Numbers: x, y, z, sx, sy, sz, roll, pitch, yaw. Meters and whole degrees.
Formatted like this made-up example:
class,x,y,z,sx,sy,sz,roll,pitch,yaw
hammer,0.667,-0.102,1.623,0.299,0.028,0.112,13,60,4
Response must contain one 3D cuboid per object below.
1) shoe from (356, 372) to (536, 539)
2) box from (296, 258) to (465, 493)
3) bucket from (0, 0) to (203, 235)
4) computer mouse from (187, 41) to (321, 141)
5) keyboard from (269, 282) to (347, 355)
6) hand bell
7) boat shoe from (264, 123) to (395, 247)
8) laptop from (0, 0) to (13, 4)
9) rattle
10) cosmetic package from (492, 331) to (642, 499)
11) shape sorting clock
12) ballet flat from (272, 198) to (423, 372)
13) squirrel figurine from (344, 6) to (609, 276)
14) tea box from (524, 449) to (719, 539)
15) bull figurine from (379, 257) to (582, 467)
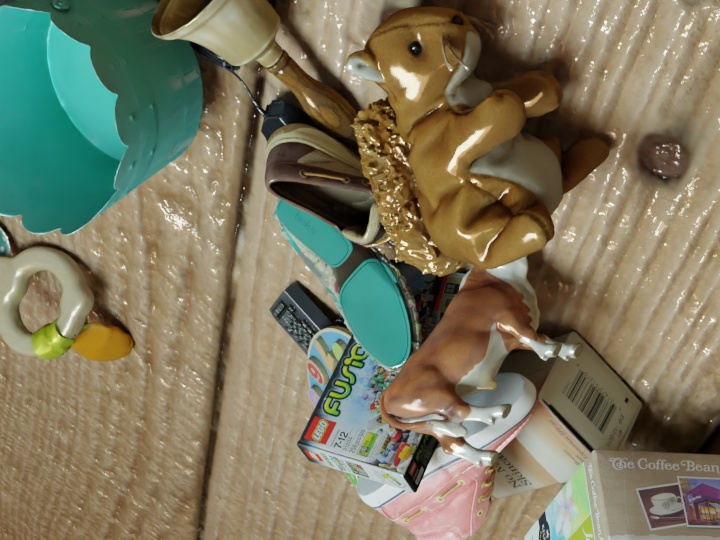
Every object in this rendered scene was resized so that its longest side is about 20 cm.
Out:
class,x,y,z,sx,sy,sz,roll,pitch,yaw
shoe,0.096,0.169,1.208,0.091,0.072,0.200,41,121,-20
box,0.037,0.088,1.206,0.110,0.200,0.035,12,151,29
bucket,-0.243,-0.146,1.169,0.207,0.135,0.207,14,121,25
computer mouse,-0.082,-0.150,1.182,0.200,0.034,0.059,49,155,-9
keyboard,-0.010,0.094,1.373,0.200,0.021,0.127,47,148,3
hand bell,-0.062,-0.166,1.116,0.104,0.104,0.200,-11,138,46
boat shoe,0.007,-0.047,1.148,0.200,0.072,0.072,30,132,-22
laptop,-0.337,-0.183,1.287,0.177,0.103,0.200,33,145,3
rattle,-0.369,0.017,1.613,0.200,0.143,0.130,34,116,29
cosmetic package,0.147,0.142,1.276,0.103,0.087,0.200,44,144,-12
shape sorting clock,0.002,0.149,1.332,0.200,0.039,0.200,38,142,38
ballet flat,0.000,0.000,1.211,0.076,0.064,0.200,-40,73,22
squirrel figurine,0.055,-0.099,1.035,0.187,0.142,0.200,51,140,-10
tea box,0.272,0.258,1.202,0.200,0.134,0.197,4,145,-11
bull figurine,0.103,0.062,1.134,0.121,0.200,0.065,32,169,31
